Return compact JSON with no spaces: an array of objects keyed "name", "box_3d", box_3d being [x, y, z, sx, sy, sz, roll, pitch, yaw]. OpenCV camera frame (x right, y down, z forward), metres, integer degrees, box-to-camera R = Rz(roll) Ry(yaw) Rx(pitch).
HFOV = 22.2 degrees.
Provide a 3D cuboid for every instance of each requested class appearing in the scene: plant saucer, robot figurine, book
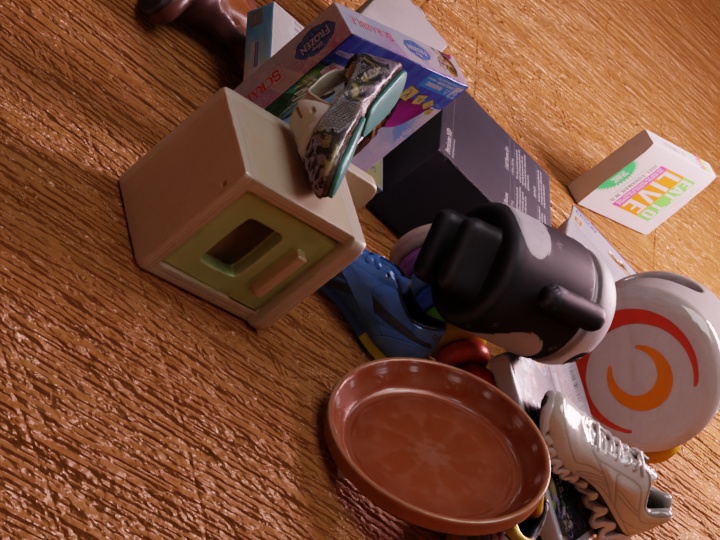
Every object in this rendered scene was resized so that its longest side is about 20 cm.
[{"name":"plant saucer","box_3d":[0.064,0.152,1.563,0.200,0.032,0.200,13,35,-10]},{"name":"robot figurine","box_3d":[0.146,0.014,1.707,0.200,0.125,0.150,25,38,-34]},{"name":"book","box_3d":[0.385,-0.123,2.498,0.200,0.134,0.048,16,42,-53]}]

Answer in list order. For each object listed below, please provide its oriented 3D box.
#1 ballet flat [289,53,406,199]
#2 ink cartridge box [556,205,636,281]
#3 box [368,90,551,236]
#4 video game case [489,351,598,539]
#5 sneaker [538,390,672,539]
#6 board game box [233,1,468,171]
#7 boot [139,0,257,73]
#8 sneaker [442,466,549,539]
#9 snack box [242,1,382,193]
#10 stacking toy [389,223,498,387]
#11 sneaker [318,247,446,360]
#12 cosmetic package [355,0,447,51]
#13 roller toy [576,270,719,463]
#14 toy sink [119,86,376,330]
[{"name":"ballet flat","box_3d":[-0.021,-0.124,1.529,0.072,0.072,0.200,47,35,-12]},{"name":"ink cartridge box","box_3d":[0.302,0.034,2.242,0.196,0.043,0.200,47,22,-9]},{"name":"box","box_3d":[0.111,-0.088,1.985,0.182,0.104,0.200,45,24,-19]},{"name":"video game case","box_3d":[0.193,0.167,1.805,0.182,0.023,0.200,-13,87,-65]},{"name":"sneaker","box_3d":[0.234,0.183,1.762,0.200,0.081,0.075,53,34,-33]},{"name":"board game box","box_3d":[-0.031,-0.146,1.692,0.200,0.199,0.041,14,43,-54]},{"name":"boot","box_3d":[-0.126,-0.215,1.821,0.200,0.068,0.188,59,19,-12]},{"name":"sneaker","box_3d":[0.136,0.203,1.635,0.078,0.082,0.200,45,29,-18]},{"name":"snack box","box_3d":[-0.044,-0.167,1.835,0.200,0.037,0.116,37,45,-46]},{"name":"stacking toy","box_3d":[0.092,0.054,1.790,0.085,0.085,0.200,25,39,-46]},{"name":"sneaker","box_3d":[0.000,0.000,1.697,0.200,0.078,0.066,49,26,-4]},{"name":"cosmetic package","box_3d":[0.021,-0.246,2.073,0.107,0.090,0.200,49,21,-6]},{"name":"roller toy","box_3d":[0.319,0.098,2.004,0.200,0.182,0.140,54,23,4]},{"name":"toy sink","box_3d":[-0.081,-0.038,1.537,0.200,0.130,0.112,30,32,-43]}]
